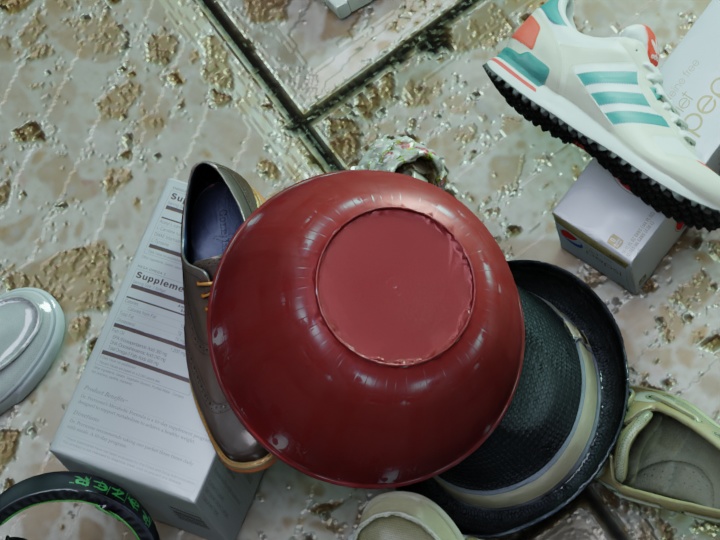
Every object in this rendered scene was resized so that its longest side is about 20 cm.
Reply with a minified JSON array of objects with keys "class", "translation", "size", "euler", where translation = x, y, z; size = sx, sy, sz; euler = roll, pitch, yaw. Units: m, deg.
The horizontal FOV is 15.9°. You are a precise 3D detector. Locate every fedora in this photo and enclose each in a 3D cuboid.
[{"class":"fedora","translation":[0.074,0.066,1.655],"size":[0.200,0.092,0.202],"euler":[-17,53,25]}]

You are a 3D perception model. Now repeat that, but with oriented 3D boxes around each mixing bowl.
[{"class":"mixing bowl","translation":[0.012,0.023,1.536],"size":[0.199,0.108,0.202],"euler":[2,76,-8]}]

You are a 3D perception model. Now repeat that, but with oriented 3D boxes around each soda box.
[{"class":"soda box","translation":[0.214,-0.087,1.733],"size":[0.068,0.064,0.200],"euler":[34,80,19]}]

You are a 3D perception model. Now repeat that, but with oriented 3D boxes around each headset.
[{"class":"headset","translation":[-0.211,0.224,1.665],"size":[0.123,0.094,0.200],"euler":[31,111,-17]}]

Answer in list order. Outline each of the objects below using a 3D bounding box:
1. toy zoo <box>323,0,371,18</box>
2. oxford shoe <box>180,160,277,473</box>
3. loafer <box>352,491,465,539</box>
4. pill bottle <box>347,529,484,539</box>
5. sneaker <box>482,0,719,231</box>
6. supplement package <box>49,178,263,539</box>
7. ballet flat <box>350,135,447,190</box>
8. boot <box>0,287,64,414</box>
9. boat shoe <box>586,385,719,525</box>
[{"class":"toy zoo","translation":[0.013,-0.267,1.855],"size":[0.199,0.020,0.132],"euler":[-29,68,-2]},{"class":"oxford shoe","translation":[-0.086,0.027,1.613],"size":[0.071,0.073,0.201],"euler":[-15,65,10]},{"class":"loafer","translation":[0.037,0.231,1.526],"size":[0.075,0.068,0.201],"euler":[-13,88,16]},{"class":"pill bottle","translation":[0.080,0.231,1.612],"size":[0.199,0.120,0.120],"euler":[15,74,14]},{"class":"sneaker","translation":[0.178,-0.110,1.675],"size":[0.199,0.070,0.094],"euler":[36,85,23]},{"class":"supplement package","translation":[-0.105,0.061,1.708],"size":[0.109,0.114,0.201],"euler":[18,74,16]},{"class":"ballet flat","translation":[0.000,0.000,1.660],"size":[0.075,0.064,0.201],"euler":[29,73,-27]},{"class":"boot","translation":[-0.292,0.073,1.745],"size":[0.200,0.096,0.074],"euler":[-40,69,-6]},{"class":"boat shoe","translation":[0.194,0.118,1.631],"size":[0.200,0.063,0.074],"euler":[28,93,40]}]
